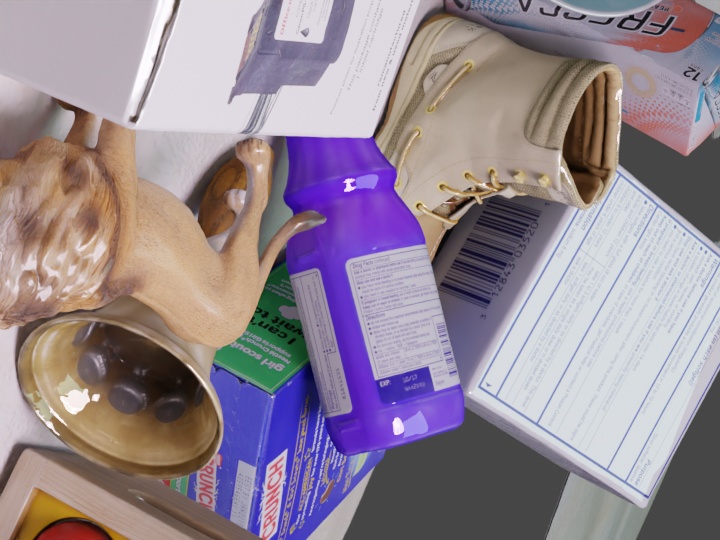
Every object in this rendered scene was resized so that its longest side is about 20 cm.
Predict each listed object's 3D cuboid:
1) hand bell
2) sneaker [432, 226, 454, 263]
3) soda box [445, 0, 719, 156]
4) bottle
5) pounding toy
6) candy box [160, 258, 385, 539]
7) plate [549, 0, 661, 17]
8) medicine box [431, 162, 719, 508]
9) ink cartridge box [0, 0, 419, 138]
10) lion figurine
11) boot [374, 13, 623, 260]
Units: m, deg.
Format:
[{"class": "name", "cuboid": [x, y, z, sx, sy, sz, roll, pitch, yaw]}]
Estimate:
[{"class": "hand bell", "cuboid": [-0.084, 0.000, 0.849, 0.200, 0.104, 0.104, -65, 165, -46]}, {"class": "sneaker", "cuboid": [0.079, 0.039, 1.283, 0.146, 0.077, 0.203, -63, 154, -46]}, {"class": "soda box", "cuboid": [0.150, -0.158, 1.075, 0.064, 0.200, 0.068, -45, 153, -27]}, {"class": "bottle", "cuboid": [0.000, 0.000, 0.933, 0.083, 0.065, 0.200, -11, 86, -48]}, {"class": "pounding toy", "cuboid": [-0.099, 0.187, 0.802, 0.184, 0.200, 0.142, -65, 161, -1]}, {"class": "candy box", "cuboid": [-0.045, 0.085, 1.029, 0.200, 0.077, 0.169, -41, 149, -53]}, {"class": "plate", "cuboid": [0.132, -0.251, 1.028, 0.026, 0.200, 0.200, -16, -143, 57]}, {"class": "medicine box", "cuboid": [0.151, 0.035, 1.146, 0.200, 0.103, 0.182, 34, 83, -35]}, {"class": "ink cartridge box", "cuboid": [-0.080, -0.111, 0.602, 0.200, 0.145, 0.084, -9, 120, -68]}, {"class": "lion figurine", "cuboid": [-0.091, -0.010, 0.719, 0.200, 0.072, 0.123, 25, 59, -38]}, {"class": "boot", "cuboid": [0.079, -0.054, 1.063, 0.073, 0.155, 0.200, 15, 96, -49]}]
